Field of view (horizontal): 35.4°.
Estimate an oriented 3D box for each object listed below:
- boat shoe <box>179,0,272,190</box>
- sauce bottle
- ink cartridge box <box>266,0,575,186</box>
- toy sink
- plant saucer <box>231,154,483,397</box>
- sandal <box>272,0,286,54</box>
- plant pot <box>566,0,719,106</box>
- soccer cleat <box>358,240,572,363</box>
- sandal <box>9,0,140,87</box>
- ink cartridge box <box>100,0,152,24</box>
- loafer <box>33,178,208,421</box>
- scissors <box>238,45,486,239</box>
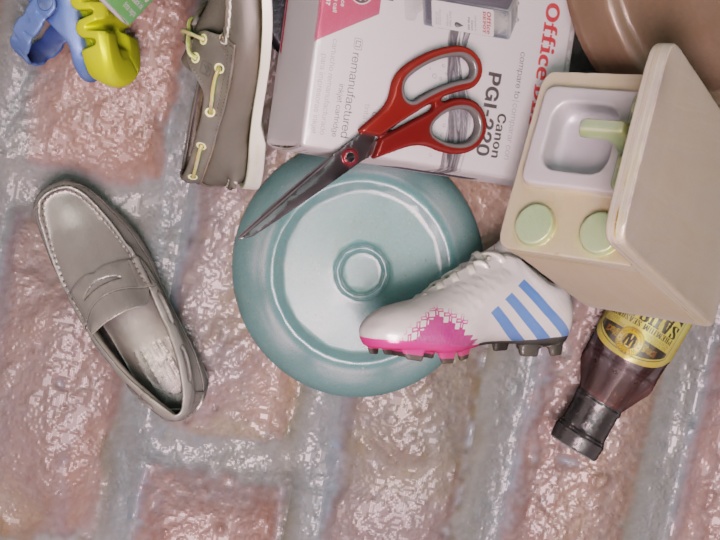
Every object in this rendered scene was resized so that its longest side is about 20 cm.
[{"bbox_3d":[-0.096,-0.144,0.790,0.060,0.072,0.203,-2,129,-12],"label":"boat shoe"},{"bbox_3d":[0.214,0.051,0.869,0.066,0.066,0.201,28,91,-5],"label":"sauce bottle"},{"bbox_3d":[0.046,-0.144,0.808,0.198,0.085,0.147,6,94,-23],"label":"ink cartridge box"},{"bbox_3d":[0.175,-0.056,0.768,0.111,0.200,0.132,9,79,35],"label":"toy sink"},{"bbox_3d":[0.000,0.000,0.865,0.198,0.036,0.202,0,94,-4],"label":"plant saucer"},{"bbox_3d":[-0.055,-0.198,0.842,0.200,0.043,0.076,42,83,-9],"label":"sandal"},{"bbox_3d":[0.267,-0.218,0.767,0.198,0.174,0.203,1,87,-31],"label":"plant pot"},{"bbox_3d":[0.079,0.020,0.826,0.199,0.070,0.087,0,93,-40],"label":"soccer cleat"},{"bbox_3d":[-0.221,-0.228,0.815,0.086,0.079,0.202,-8,90,13],"label":"sandal"},{"bbox_3d":[-0.138,-0.285,0.720,0.200,0.084,0.146,-45,81,0],"label":"ink cartridge box"},{"bbox_3d":[-0.177,0.022,0.836,0.070,0.070,0.201,-34,96,-1],"label":"loafer"},{"bbox_3d":[-0.001,-0.088,0.748,0.198,0.014,0.074,-23,108,-15],"label":"scissors"}]
